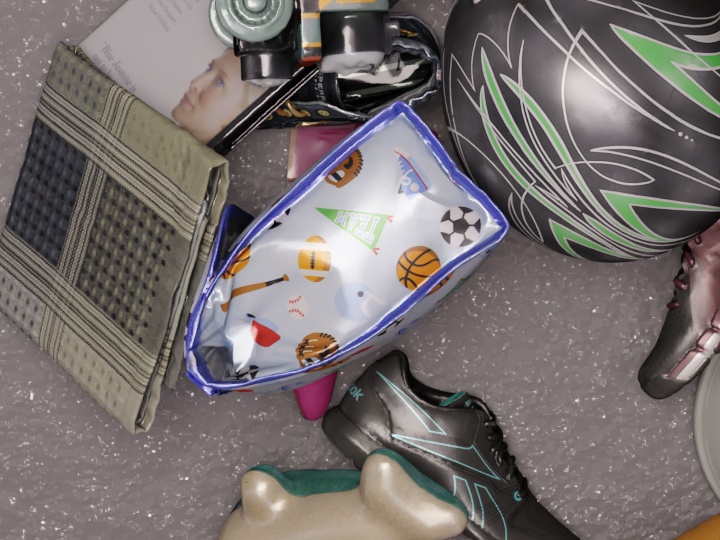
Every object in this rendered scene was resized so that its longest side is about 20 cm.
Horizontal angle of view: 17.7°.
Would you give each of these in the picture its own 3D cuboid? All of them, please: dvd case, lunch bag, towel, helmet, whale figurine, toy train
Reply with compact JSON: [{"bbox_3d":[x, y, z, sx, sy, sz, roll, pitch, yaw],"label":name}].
[{"bbox_3d":[-0.084,-0.152,1.463,0.200,0.018,0.143,-41,55,5],"label":"dvd case"},{"bbox_3d":[-0.021,0.000,1.401,0.200,0.170,0.124,-41,86,1],"label":"lunch bag"},{"bbox_3d":[-0.156,-0.021,1.447,0.035,0.200,0.193,1,116,-41],"label":"towel"},{"bbox_3d":[0.145,-0.102,1.397,0.200,0.191,0.200,13,115,31],"label":"helmet"},{"bbox_3d":[-0.006,0.166,1.499,0.159,0.104,0.200,37,135,-9],"label":"whale figurine"},{"bbox_3d":[-0.034,-0.210,1.375,0.114,0.085,0.200,-3,90,-7],"label":"toy train"}]

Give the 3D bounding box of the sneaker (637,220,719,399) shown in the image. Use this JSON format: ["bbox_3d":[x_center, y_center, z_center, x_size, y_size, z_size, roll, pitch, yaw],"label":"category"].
[{"bbox_3d":[0.215,-0.022,1.523,0.116,0.076,0.200,36,87,-3],"label":"sneaker"}]

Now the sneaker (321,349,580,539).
[{"bbox_3d":[0.073,0.131,1.538,0.200,0.075,0.079,34,95,-8],"label":"sneaker"}]

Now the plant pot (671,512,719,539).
[{"bbox_3d":[0.217,0.262,1.520,0.183,0.200,0.200,-41,99,-11],"label":"plant pot"}]

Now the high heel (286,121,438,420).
[{"bbox_3d":[0.000,0.000,1.512,0.096,0.067,0.200,2,97,8],"label":"high heel"}]

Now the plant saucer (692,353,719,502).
[{"bbox_3d":[0.325,0.102,1.554,0.200,0.050,0.200,0,101,-2],"label":"plant saucer"}]

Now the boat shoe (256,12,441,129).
[{"bbox_3d":[-0.046,-0.123,1.476,0.200,0.091,0.071,-12,105,0],"label":"boat shoe"}]
